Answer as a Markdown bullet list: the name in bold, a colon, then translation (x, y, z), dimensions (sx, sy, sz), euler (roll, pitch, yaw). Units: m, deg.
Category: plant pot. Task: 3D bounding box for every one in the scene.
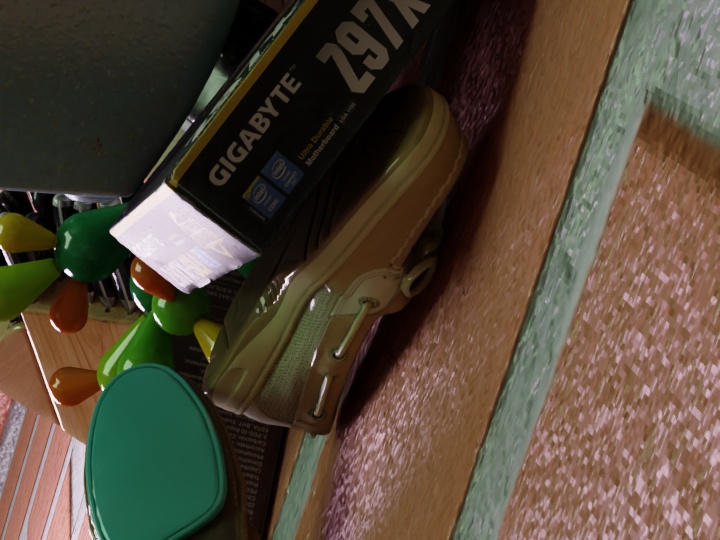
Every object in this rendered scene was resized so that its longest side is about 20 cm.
- **plant pot**: translation (-0.150, -0.133, 0.855), dimensions (0.196, 0.195, 0.201), euler (-157, 71, -68)

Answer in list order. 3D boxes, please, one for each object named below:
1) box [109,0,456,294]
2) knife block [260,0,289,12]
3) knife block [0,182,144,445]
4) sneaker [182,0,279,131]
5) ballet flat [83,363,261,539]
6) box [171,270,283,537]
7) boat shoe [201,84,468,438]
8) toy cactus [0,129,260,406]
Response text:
- **box**: translation (-0.013, -0.087, 0.832), dimensions (0.200, 0.049, 0.160), euler (-53, 9, -12)
- **knife block**: translation (-0.065, -0.084, 1.180), dimensions (0.200, 0.064, 0.176), euler (-90, 19, -52)
- **knife block**: translation (-0.128, 0.023, 1.162), dimensions (0.175, 0.200, 0.064), euler (-33, 30, 44)
- **sneaker**: translation (-0.069, -0.118, 0.976), dimensions (0.200, 0.071, 0.099), euler (24, 140, 50)
- **ballet flat**: translation (-0.060, 0.124, 0.836), dimensions (0.200, 0.068, 0.072), euler (60, 177, 46)
- **box**: translation (-0.082, 0.081, 1.058), dimensions (0.100, 0.075, 0.200), euler (129, 152, -63)
- **boat shoe**: translation (-0.001, 0.002, 0.839), dimensions (0.201, 0.063, 0.073), euler (-54, 16, 45)
- **toy cactus**: translation (-0.094, -0.017, 0.996), dimensions (0.200, 0.102, 0.165), euler (-10, 50, 32)
